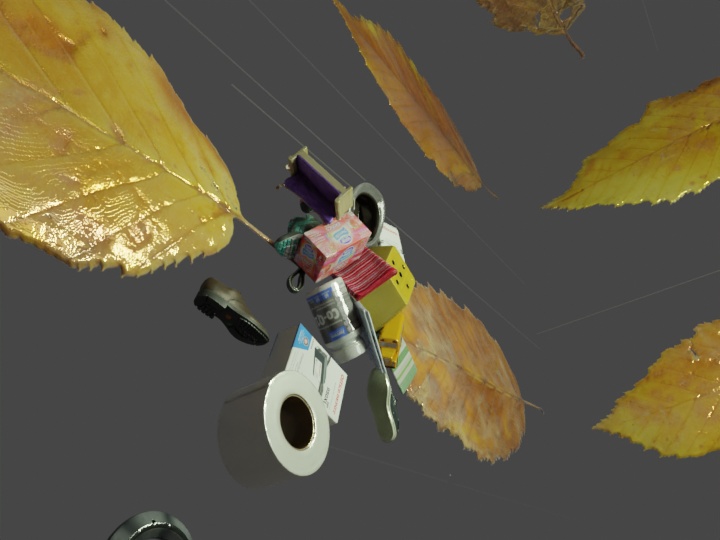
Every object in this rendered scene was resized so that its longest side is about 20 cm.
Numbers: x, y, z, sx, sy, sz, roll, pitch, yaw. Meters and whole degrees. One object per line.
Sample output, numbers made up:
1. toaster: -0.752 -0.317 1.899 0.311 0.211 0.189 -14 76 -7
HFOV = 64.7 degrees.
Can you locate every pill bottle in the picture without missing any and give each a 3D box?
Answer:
1. pill bottle: -0.061 0.133 1.503 0.113 0.111 0.206 -24 90 -61

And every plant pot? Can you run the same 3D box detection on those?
1. plant pot: 0.052 0.044 1.695 0.203 0.172 0.202 57 31 -18

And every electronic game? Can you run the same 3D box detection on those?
1. electronic game: -0.326 0.483 0.878 0.199 0.041 0.206 42 37 -41

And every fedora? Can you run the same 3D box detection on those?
1. fedora: -0.008 -0.168 1.809 0.175 0.088 0.207 27 68 -43

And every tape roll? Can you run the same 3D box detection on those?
1. tape roll: -0.173 0.322 1.152 0.202 0.136 0.209 38 39 -40

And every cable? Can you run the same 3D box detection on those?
1. cable: -0.143 -0.013 1.531 0.099 0.050 0.200 59 30 -4

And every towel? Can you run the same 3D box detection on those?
1. towel: 0.000 0.000 1.586 0.199 0.142 0.023 38 -24 50
2. towel: 0.114 0.265 1.806 0.205 0.023 0.152 65 29 -7

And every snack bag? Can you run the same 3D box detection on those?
1. snack bag: 0.012 0.163 1.557 0.200 0.021 0.195 -141 -149 -69

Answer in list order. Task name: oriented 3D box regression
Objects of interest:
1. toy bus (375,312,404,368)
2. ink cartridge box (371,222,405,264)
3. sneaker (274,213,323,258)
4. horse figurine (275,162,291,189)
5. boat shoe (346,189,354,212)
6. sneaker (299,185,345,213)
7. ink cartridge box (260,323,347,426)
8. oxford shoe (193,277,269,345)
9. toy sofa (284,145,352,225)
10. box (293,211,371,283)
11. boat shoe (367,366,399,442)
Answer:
1. toy bus: 0.089 0.204 1.672 0.201 0.062 0.081 -66 162 -64
2. ink cartridge box: 0.079 -0.047 1.900 0.144 0.083 0.207 21 52 -52
3. sneaker: -0.172 -0.099 1.536 0.091 0.079 0.198 40 35 18
4. horse figurine: -0.146 -0.241 1.611 0.194 0.051 0.133 21 32 10
5. boat shoe: -0.058 -0.137 1.691 0.060 0.071 0.209 8 89 -70
6. sneaker: -0.103 -0.194 1.704 0.198 0.078 0.090 -28 122 -49
7. ink cartridge box: -0.126 0.253 1.337 0.201 0.082 0.147 51 33 -28
8. oxford shoe: -0.265 0.086 1.231 0.201 0.071 0.086 49 32 -31
9. toy sofa: -0.115 -0.223 1.503 0.199 0.097 0.084 43 -21 19
10. box: -0.073 -0.067 1.532 0.094 0.104 0.198 43 42 16
11. boat shoe: 0.066 0.375 1.599 0.062 0.072 0.208 17 59 -63
